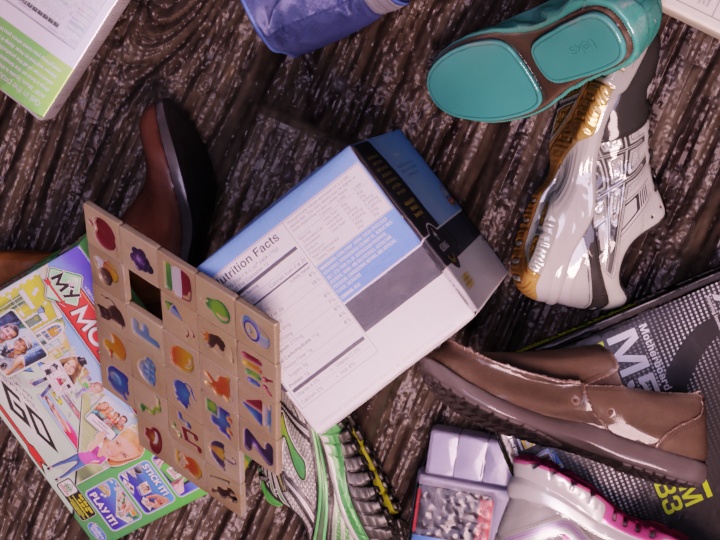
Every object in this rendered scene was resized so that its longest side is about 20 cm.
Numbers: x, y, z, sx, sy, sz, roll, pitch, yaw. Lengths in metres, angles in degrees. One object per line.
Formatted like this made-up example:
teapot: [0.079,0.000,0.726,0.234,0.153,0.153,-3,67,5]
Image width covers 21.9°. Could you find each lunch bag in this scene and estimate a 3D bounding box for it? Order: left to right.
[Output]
lunch bag: [-0.031,-0.255,1.224,0.132,0.136,0.201,-23,91,10]

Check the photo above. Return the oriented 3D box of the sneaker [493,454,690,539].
sneaker: [0.170,0.201,1.204,0.199,0.081,0.089,29,92,4]

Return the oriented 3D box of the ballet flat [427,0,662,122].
ballet flat: [0.127,-0.146,1.226,0.200,0.070,0.068,-15,110,54]

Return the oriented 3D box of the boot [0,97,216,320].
boot: [-0.198,-0.018,1.323,0.199,0.069,0.189,-6,108,15]

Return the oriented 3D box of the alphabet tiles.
alphabet tiles: [-0.113,0.068,1.201,0.167,0.008,0.201,31,140,28]

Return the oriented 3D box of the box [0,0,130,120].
box: [-0.224,-0.228,1.309,0.144,0.036,0.200,36,99,3]

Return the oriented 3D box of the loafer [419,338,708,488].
loafer: [0.135,0.080,1.206,0.199,0.073,0.071,20,79,-6]

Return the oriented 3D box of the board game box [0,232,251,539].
board game box: [-0.187,0.087,1.309,0.134,0.029,0.200,-28,105,23]

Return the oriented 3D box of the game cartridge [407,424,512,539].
game cartridge: [0.094,0.217,1.313,0.129,0.038,0.201,8,98,4]

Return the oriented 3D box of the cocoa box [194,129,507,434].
cocoa box: [0.000,0.000,1.216,0.133,0.200,0.131,-38,90,12]

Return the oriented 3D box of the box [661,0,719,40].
box: [0.226,-0.207,1.218,0.199,0.078,0.095,28,99,5]

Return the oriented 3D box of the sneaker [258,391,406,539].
sneaker: [-0.044,0.119,1.299,0.085,0.078,0.201,-22,93,11]

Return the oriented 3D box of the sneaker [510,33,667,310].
sneaker: [0.171,-0.069,1.257,0.087,0.076,0.201,17,101,-11]

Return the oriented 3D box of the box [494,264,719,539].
box: [0.199,0.123,1.260,0.192,0.048,0.201,-22,93,0]
